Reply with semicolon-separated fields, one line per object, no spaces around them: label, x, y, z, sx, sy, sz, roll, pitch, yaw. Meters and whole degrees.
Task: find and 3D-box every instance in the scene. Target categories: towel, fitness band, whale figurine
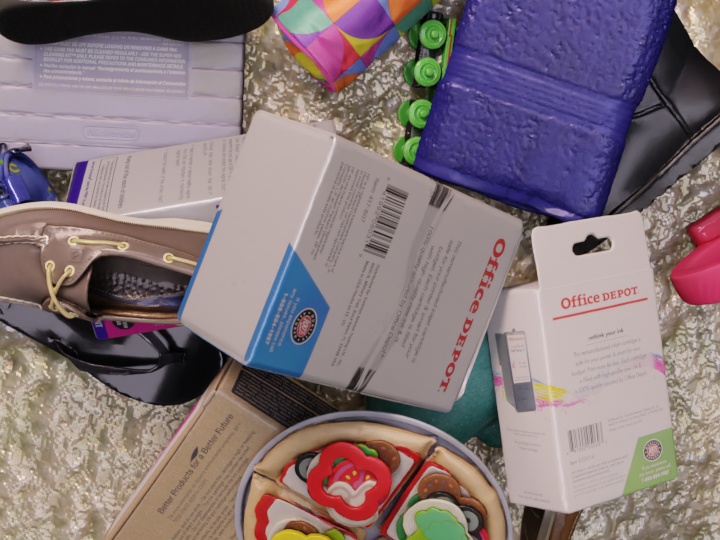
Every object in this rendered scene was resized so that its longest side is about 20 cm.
towel;0.136;-0.144;0.840;0.147;0.050;0.201;20;104;9
fitness band;0.327;-0.038;0.877;0.199;0.144;0.038;-33;100;0
whale figurine;0.051;0.103;0.891;0.158;0.104;0.201;27;96;-8

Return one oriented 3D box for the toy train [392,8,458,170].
toy train;0.057;-0.102;0.900;0.056;0.042;0.202;6;96;-16

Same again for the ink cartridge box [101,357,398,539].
ink cartridge box;-0.082;0.183;0.872;0.164;0.075;0.200;34;116;-7

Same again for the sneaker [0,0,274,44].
sneaker;-0.166;-0.227;0.834;0.200;0.067;0.109;-4;66;-6

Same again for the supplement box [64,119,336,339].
supplement box;-0.105;-0.032;0.843;0.198;0.104;0.102;-11;121;-1

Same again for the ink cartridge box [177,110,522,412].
ink cartridge box;0.000;0.000;0.755;0.199;0.084;0.147;20;93;-46

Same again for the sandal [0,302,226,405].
sandal;-0.203;0.052;0.893;0.199;0.043;0.077;23;95;-7

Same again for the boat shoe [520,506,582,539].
boat shoe;0.180;0.161;0.925;0.067;0.072;0.202;13;96;-5

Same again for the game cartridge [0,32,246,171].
game cartridge;-0.188;-0.139;0.877;0.198;0.038;0.131;3;93;-5

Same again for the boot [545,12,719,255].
boot;0.181;-0.126;0.890;0.200;0.076;0.168;-41;92;9

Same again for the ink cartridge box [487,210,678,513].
ink cartridge box;0.159;0.063;0.841;0.116;0.067;0.202;-9;93;-31

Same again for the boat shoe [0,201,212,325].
boat shoe;-0.176;0.001;0.761;0.198;0.060;0.072;4;122;-7

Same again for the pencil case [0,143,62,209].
pencil case;-0.311;-0.012;0.844;0.199;0.087;0.078;-29;72;6

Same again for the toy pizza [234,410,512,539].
toy pizza;0.007;0.188;0.803;0.198;0.032;0.202;3;115;7

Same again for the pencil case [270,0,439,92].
pencil case;0.025;-0.226;0.862;0.200;0.088;0.088;-42;98;-1
